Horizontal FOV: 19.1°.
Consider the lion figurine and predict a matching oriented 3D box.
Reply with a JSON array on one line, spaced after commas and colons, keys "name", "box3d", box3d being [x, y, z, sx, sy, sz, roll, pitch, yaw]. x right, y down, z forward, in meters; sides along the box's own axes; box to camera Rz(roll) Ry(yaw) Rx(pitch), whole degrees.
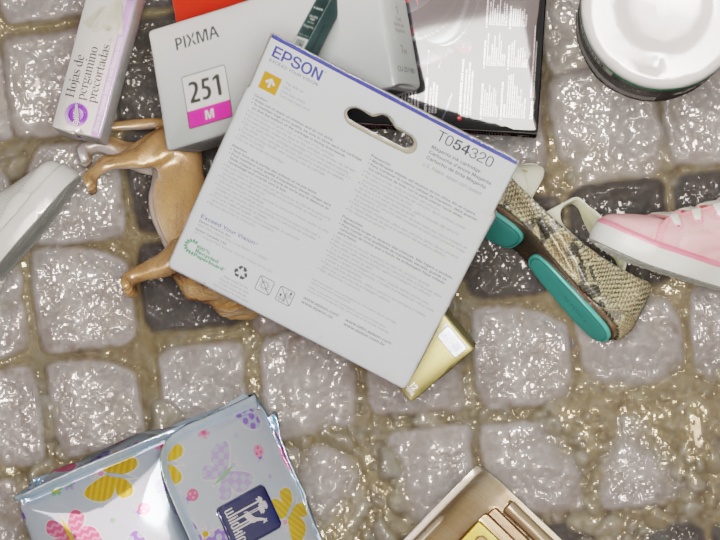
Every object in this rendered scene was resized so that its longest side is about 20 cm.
[{"name": "lion figurine", "box3d": [-0.136, -0.049, 1.614, 0.122, 0.072, 0.201, -22, 85, -3]}]

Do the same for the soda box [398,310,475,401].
[{"name": "soda box", "box3d": [0.000, 0.000, 1.604, 0.064, 0.068, 0.200, -39, 88, 5]}]

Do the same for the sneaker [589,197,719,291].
[{"name": "sneaker", "box3d": [0.269, -0.037, 1.570, 0.199, 0.075, 0.105, 15, 91, -13]}]

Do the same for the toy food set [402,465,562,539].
[{"name": "toy food set", "box3d": [0.110, 0.264, 1.605, 0.200, 0.060, 0.144, 44, 94, 2]}]

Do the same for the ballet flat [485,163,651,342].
[{"name": "ballet flat", "box3d": [0.135, -0.032, 1.602, 0.200, 0.068, 0.075, 40, 72, -3]}]

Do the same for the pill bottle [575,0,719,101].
[{"name": "pill bottle", "box3d": [0.210, -0.178, 1.518, 0.112, 0.200, 0.114, 0, 92, 5]}]

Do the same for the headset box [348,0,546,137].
[{"name": "headset box", "box3d": [0.038, -0.179, 1.594, 0.199, 0.075, 0.150, 3, 91, 4]}]

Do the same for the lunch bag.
[{"name": "lunch bag", "box3d": [-0.134, 0.199, 1.593, 0.199, 0.127, 0.170, -20, 92, -2]}]

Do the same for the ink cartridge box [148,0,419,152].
[{"name": "ink cartridge box", "box3d": [-0.064, -0.192, 1.552, 0.199, 0.043, 0.175, -13, 83, 29]}]

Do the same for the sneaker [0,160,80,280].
[{"name": "sneaker", "box3d": [-0.311, -0.037, 1.615, 0.200, 0.074, 0.116, -44, 88, 16]}]

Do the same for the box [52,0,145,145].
[{"name": "box", "box3d": [-0.184, -0.195, 1.593, 0.038, 0.041, 0.201, 14, 87, 4]}]

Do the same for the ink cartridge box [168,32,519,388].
[{"name": "ink cartridge box", "box3d": [-0.011, -0.044, 1.515, 0.196, 0.043, 0.201, 28, 114, 2]}]
